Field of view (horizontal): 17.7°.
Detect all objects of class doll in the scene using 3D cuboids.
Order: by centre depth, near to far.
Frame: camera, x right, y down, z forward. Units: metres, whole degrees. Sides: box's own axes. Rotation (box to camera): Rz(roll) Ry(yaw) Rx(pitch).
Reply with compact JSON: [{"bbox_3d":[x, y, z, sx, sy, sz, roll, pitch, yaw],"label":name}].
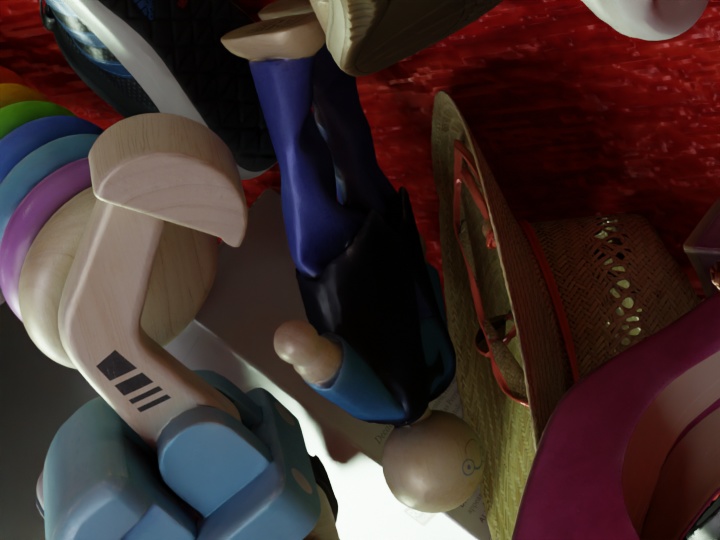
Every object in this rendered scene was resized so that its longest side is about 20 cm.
[{"bbox_3d":[0.000,0.000,0.865,0.048,0.136,0.201,-10,107,23],"label":"doll"}]

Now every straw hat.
[{"bbox_3d":[0.086,0.026,0.862,0.085,0.202,0.201,-10,138,-5],"label":"straw hat"}]

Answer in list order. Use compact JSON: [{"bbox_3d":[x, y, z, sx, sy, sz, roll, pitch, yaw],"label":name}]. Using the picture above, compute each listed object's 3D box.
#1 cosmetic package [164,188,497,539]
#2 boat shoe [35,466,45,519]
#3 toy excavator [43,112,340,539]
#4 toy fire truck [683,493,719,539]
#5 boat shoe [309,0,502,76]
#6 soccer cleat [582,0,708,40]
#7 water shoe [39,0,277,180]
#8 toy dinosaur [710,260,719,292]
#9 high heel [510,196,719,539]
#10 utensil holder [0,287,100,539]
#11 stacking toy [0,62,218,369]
[{"bbox_3d":[0.003,0.070,0.999,0.200,0.081,0.113,35,147,2],"label":"cosmetic package"},{"bbox_3d":[-0.085,0.127,1.047,0.075,0.202,0.086,46,109,28],"label":"boat shoe"},{"bbox_3d":[-0.075,0.065,0.877,0.194,0.100,0.200,-41,118,13],"label":"toy excavator"},{"bbox_3d":[0.089,0.168,0.821,0.129,0.200,0.176,43,152,6],"label":"toy fire truck"},{"bbox_3d":[0.004,-0.116,0.756,0.065,0.072,0.200,61,-176,11],"label":"boat shoe"},{"bbox_3d":[0.045,-0.159,0.716,0.077,0.069,0.200,-9,118,52],"label":"soccer cleat"},{"bbox_3d":[-0.104,-0.111,0.891,0.079,0.072,0.200,-4,128,46],"label":"water shoe"},{"bbox_3d":[0.195,0.000,0.695,0.102,0.136,0.200,-21,159,35],"label":"toy dinosaur"},{"bbox_3d":[0.127,0.053,0.769,0.096,0.200,0.067,11,142,42],"label":"high heel"},{"bbox_3d":[-0.226,0.047,1.101,0.199,0.170,0.170,18,142,29],"label":"utensil holder"},{"bbox_3d":[-0.142,-0.045,0.956,0.200,0.085,0.086,43,156,41],"label":"stacking toy"}]
